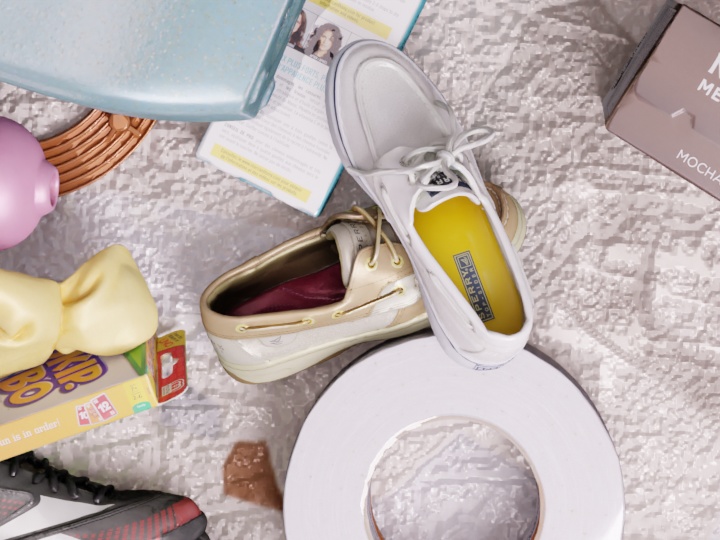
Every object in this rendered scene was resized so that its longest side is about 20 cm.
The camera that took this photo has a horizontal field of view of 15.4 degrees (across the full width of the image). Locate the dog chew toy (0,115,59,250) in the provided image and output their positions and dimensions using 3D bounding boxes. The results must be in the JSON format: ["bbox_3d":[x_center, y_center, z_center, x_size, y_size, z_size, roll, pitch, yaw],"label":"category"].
[{"bbox_3d":[-0.273,-0.056,1.534,0.199,0.125,0.125,5,93,6],"label":"dog chew toy"}]

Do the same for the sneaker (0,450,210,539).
[{"bbox_3d":[-0.190,0.142,1.570,0.199,0.071,0.098,-6,95,4],"label":"sneaker"}]

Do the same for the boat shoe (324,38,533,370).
[{"bbox_3d":[0.042,-0.044,1.483,0.074,0.086,0.203,-19,81,-16],"label":"boat shoe"}]

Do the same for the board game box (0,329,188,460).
[{"bbox_3d":[-0.197,0.077,1.555,0.199,0.096,0.030,-17,113,2],"label":"board game box"}]

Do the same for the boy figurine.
[{"bbox_3d":[-0.215,0.025,1.520,0.199,0.124,0.065,-9,67,-9],"label":"boy figurine"}]

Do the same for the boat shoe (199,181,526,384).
[{"bbox_3d":[0.000,0.000,1.547,0.199,0.066,0.074,-28,51,3],"label":"boat shoe"}]

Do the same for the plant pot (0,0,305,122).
[{"bbox_3d":[-0.126,-0.175,1.472,0.199,0.196,0.197,23,92,2],"label":"plant pot"}]

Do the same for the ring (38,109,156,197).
[{"bbox_3d":[-0.207,-0.140,1.585,0.199,0.019,0.201,0,93,1],"label":"ring"}]

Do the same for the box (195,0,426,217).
[{"bbox_3d":[-0.016,-0.138,1.562,0.082,0.049,0.201,27,93,1],"label":"box"}]

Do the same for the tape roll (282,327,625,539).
[{"bbox_3d":[0.055,0.134,1.564,0.199,0.066,0.201,0,92,3],"label":"tape roll"}]

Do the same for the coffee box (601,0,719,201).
[{"bbox_3d":[0.200,-0.088,1.478,0.113,0.200,0.080,32,98,0],"label":"coffee box"}]
